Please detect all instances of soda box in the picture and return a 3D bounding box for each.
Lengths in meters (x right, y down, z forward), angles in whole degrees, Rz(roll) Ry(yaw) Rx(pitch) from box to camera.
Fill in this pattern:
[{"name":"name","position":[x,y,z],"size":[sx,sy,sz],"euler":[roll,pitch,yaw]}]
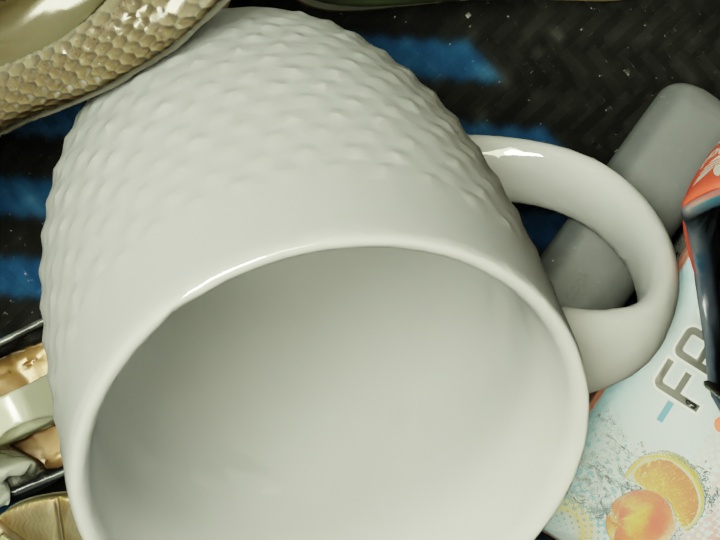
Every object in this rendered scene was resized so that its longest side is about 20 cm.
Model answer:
[{"name":"soda box","position":[0.131,0.012,0.759],"size":[0.063,0.068,0.200],"euler":[33,93,3]}]

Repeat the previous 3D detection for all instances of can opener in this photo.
[{"name":"can opener","position":[0.047,0.013,0.755],"size":[0.067,0.053,0.200],"euler":[35,80,4]}]

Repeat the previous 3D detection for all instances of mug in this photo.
[{"name":"mug","position":[0.000,0.000,0.686],"size":[0.199,0.175,0.148],"euler":[-3,126,-12]}]

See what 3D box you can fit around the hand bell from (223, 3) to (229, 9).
[{"name":"hand bell","position":[-0.149,-0.118,0.715],"size":[0.200,0.104,0.104],"euler":[6,92,-31]}]

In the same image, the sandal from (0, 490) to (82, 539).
[{"name":"sandal","position":[-0.035,0.116,0.789],"size":[0.199,0.054,0.081],"euler":[3,98,-10]}]

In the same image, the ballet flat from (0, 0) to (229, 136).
[{"name":"ballet flat","position":[-0.104,-0.075,0.680],"size":[0.200,0.067,0.046],"euler":[-31,121,16]}]

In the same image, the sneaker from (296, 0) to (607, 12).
[{"name":"sneaker","position":[0.061,-0.125,0.751],"size":[0.200,0.090,0.067],"euler":[-9,90,5]}]

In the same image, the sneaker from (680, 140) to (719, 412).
[{"name":"sneaker","position":[0.147,0.051,0.674],"size":[0.075,0.084,0.200],"euler":[-26,90,31]}]

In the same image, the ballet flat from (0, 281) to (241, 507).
[{"name":"ballet flat","position":[-0.098,0.042,0.781],"size":[0.200,0.073,0.073],"euler":[-23,89,5]}]
